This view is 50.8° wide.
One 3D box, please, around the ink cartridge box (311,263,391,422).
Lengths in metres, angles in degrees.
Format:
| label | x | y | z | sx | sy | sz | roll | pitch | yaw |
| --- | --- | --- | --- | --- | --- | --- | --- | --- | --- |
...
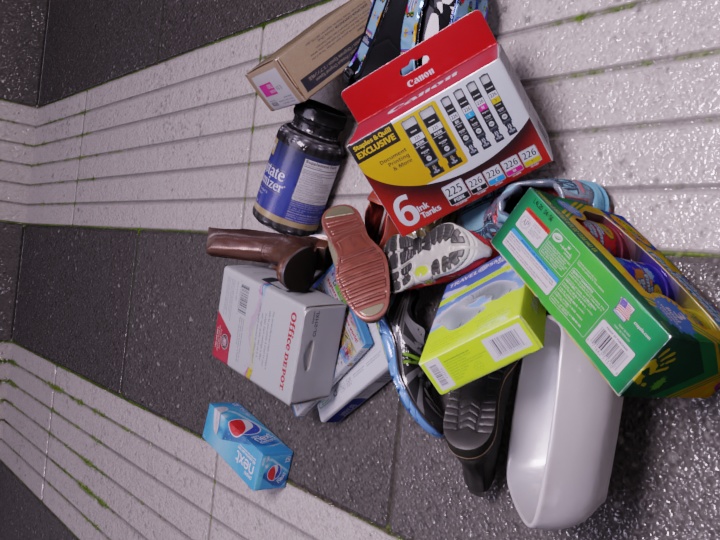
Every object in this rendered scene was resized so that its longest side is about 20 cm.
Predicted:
| label | x | y | z | sx | sy | sz | roll | pitch | yaw |
| --- | --- | --- | --- | --- | --- | --- | --- | --- | --- |
| ink cartridge box | -0.018 | 0.093 | 1.132 | 0.200 | 0.040 | 0.202 | -44 | 53 | 39 |

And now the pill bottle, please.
| label | x | y | z | sx | sy | sz | roll | pitch | yaw |
| --- | --- | --- | --- | --- | --- | --- | --- | --- | --- |
| pill bottle | -0.092 | -0.164 | 1.204 | 0.112 | 0.111 | 0.202 | 39 | 115 | 46 |

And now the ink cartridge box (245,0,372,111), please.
| label | x | y | z | sx | sy | sz | roll | pitch | yaw |
| --- | --- | --- | --- | --- | --- | --- | --- | --- | --- |
| ink cartridge box | -0.068 | -0.317 | 1.122 | 0.164 | 0.075 | 0.200 | -41 | 20 | -11 |

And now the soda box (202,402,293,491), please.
| label | x | y | z | sx | sy | sz | roll | pitch | yaw |
| --- | --- | --- | --- | --- | --- | --- | --- | --- | --- |
| soda box | -0.198 | 0.299 | 1.308 | 0.199 | 0.064 | 0.069 | 25 | 105 | 49 |

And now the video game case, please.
| label | x | y | z | sx | sy | sz | roll | pitch | yaw |
| --- | --- | --- | --- | --- | --- | --- | --- | --- | --- |
| video game case | -0.062 | 0.106 | 1.139 | 0.200 | 0.018 | 0.144 | -49 | 49 | 36 |

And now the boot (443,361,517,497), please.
| label | x | y | z | sx | sy | sz | roll | pitch | yaw |
| --- | --- | --- | --- | --- | --- | --- | --- | --- | --- |
| boot | 0.148 | 0.151 | 0.898 | 0.077 | 0.139 | 0.201 | 12 | 55 | 25 |

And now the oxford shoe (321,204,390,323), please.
| label | x | y | z | sx | sy | sz | roll | pitch | yaw |
| --- | --- | --- | --- | --- | --- | --- | --- | --- | --- |
| oxford shoe | 0.000 | 0.000 | 1.010 | 0.074 | 0.070 | 0.201 | 78 | 177 | -48 |

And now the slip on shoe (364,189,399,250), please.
| label | x | y | z | sx | sy | sz | roll | pitch | yaw |
| --- | --- | --- | --- | --- | --- | --- | --- | --- | --- |
| slip on shoe | 0.043 | -0.104 | 1.068 | 0.074 | 0.061 | 0.203 | 25 | 103 | 51 |

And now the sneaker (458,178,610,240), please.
| label | x | y | z | sx | sy | sz | roll | pitch | yaw |
| --- | --- | --- | --- | --- | --- | --- | --- | --- | --- |
| sneaker | 0.178 | -0.077 | 0.868 | 0.199 | 0.095 | 0.081 | -6 | 80 | 50 |

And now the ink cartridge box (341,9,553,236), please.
| label | x | y | z | sx | sy | sz | roll | pitch | yaw |
| --- | --- | --- | --- | --- | --- | --- | --- | --- | --- |
| ink cartridge box | 0.092 | -0.167 | 0.874 | 0.198 | 0.176 | 0.084 | -27 | 20 | 22 |

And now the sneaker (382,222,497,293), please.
| label | x | y | z | sx | sy | sz | roll | pitch | yaw |
| --- | --- | --- | --- | --- | --- | --- | --- | --- | --- |
| sneaker | 0.094 | -0.007 | 0.957 | 0.199 | 0.084 | 0.078 | -8 | 74 | 58 |

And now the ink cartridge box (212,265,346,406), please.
| label | x | y | z | sx | sy | sz | roll | pitch | yaw |
| --- | --- | --- | --- | --- | --- | --- | --- | --- | --- |
| ink cartridge box | -0.123 | 0.090 | 1.116 | 0.199 | 0.082 | 0.148 | 23 | 107 | 42 |

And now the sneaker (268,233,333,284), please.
| label | x | y | z | sx | sy | sz | roll | pitch | yaw |
| --- | --- | --- | --- | --- | --- | --- | --- | --- | --- |
| sneaker | -0.107 | 0.011 | 1.236 | 0.199 | 0.080 | 0.072 | -37 | 72 | 17 |

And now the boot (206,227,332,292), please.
| label | x | y | z | sx | sy | sz | roll | pitch | yaw |
| --- | --- | --- | --- | --- | --- | --- | --- | --- | --- |
| boot | -0.157 | -0.024 | 1.118 | 0.197 | 0.186 | 0.065 | 11 | 102 | 15 |

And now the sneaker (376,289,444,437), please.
| label | x | y | z | sx | sy | sz | roll | pitch | yaw |
| --- | --- | --- | --- | --- | --- | --- | --- | --- | --- |
| sneaker | 0.076 | 0.115 | 0.979 | 0.082 | 0.071 | 0.202 | -18 | 74 | 3 |

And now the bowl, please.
| label | x | y | z | sx | sy | sz | roll | pitch | yaw |
| --- | --- | --- | --- | --- | --- | --- | --- | --- | --- |
| bowl | 0.206 | 0.151 | 0.766 | 0.200 | 0.074 | 0.203 | 0 | -80 | -86 |

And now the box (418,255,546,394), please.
| label | x | y | z | sx | sy | sz | roll | pitch | yaw |
| --- | --- | --- | --- | --- | --- | --- | --- | --- | --- |
| box | 0.140 | 0.041 | 0.815 | 0.121 | 0.200 | 0.048 | -30 | 104 | 27 |

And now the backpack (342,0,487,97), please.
| label | x | y | z | sx | sy | sz | roll | pitch | yaw |
| --- | --- | --- | --- | --- | --- | --- | --- | --- | --- |
| backpack | 0.087 | -0.310 | 0.984 | 0.182 | 0.133 | 0.203 | 31 | 109 | 49 |

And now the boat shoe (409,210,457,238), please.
| label | x | y | z | sx | sy | sz | roll | pitch | yaw |
| --- | --- | --- | --- | --- | --- | --- | --- | --- | --- |
| boat shoe | 0.096 | -0.095 | 0.998 | 0.202 | 0.063 | 0.074 | -58 | 46 | 29 |

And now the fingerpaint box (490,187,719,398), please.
| label | x | y | z | sx | sy | sz | roll | pitch | yaw |
| --- | --- | --- | --- | --- | --- | --- | --- | --- | --- |
| fingerpaint box | 0.246 | 0.020 | 0.715 | 0.074 | 0.165 | 0.201 | -56 | 46 | 26 |
